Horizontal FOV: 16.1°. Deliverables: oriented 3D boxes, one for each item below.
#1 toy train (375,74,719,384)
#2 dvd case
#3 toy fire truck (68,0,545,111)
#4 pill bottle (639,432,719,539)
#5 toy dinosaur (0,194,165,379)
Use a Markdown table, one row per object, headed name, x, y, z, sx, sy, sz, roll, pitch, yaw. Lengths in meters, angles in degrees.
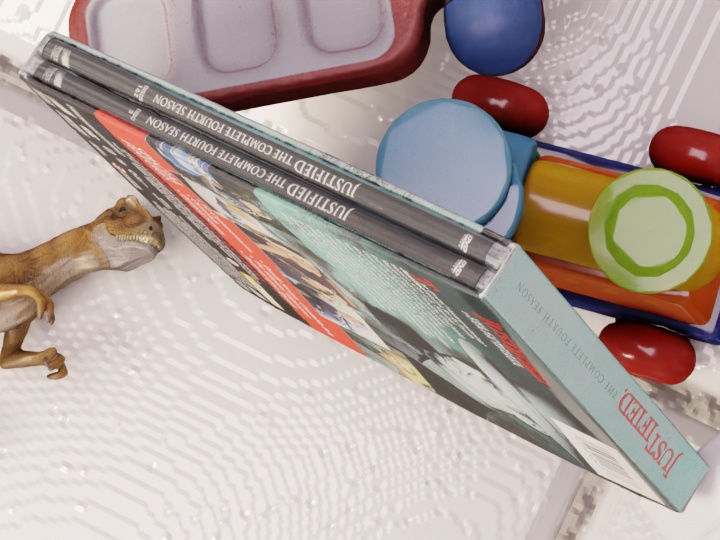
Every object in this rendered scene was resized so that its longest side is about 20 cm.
| name | x | y | z | sx | sy | sz | roll | pitch | yaw |
| --- | --- | --- | --- | --- | --- | --- | --- | --- | --- |
| toy train | 0.101 | -0.007 | 0.813 | 0.199 | 0.116 | 0.085 | 15 | 88 | 10 |
| dvd case | 0.000 | 0.000 | 0.775 | 0.200 | 0.146 | 0.022 | 27 | 78 | 40 |
| toy fire truck | -0.003 | -0.139 | 0.838 | 0.199 | 0.112 | 0.169 | -8 | 82 | 9 |
| pill bottle | 0.180 | 0.126 | 0.792 | 0.112 | 0.112 | 0.200 | -37 | 81 | 4 |
| toy dinosaur | -0.164 | 0.015 | 0.892 | 0.199 | 0.060 | 0.107 | -3 | 61 | 3 |
